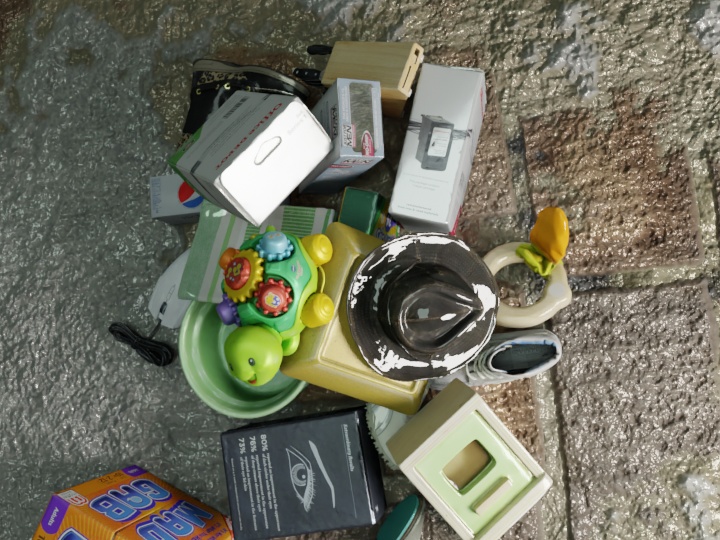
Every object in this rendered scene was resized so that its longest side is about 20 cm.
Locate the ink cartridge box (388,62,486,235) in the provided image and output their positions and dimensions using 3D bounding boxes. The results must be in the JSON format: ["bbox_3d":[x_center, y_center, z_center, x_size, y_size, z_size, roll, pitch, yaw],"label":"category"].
[{"bbox_3d":[0.107,-0.155,0.912,0.083,0.145,0.202,13,87,12],"label":"ink cartridge box"}]

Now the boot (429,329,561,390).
[{"bbox_3d":[0.167,0.116,0.898,0.198,0.096,0.074,-16,82,12],"label":"boot"}]

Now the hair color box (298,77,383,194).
[{"bbox_3d":[-0.033,-0.174,0.915,0.060,0.200,0.100,-1,84,-20],"label":"hair color box"}]

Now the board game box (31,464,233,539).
[{"bbox_3d":[-0.318,0.416,0.915,0.199,0.200,0.201,24,90,13],"label":"board game box"}]

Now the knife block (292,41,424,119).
[{"bbox_3d":[-0.011,-0.274,0.928,0.174,0.200,0.064,19,90,-1],"label":"knife block"}]

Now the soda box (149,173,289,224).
[{"bbox_3d":[-0.209,-0.114,1.011,0.198,0.068,0.064,-5,83,11],"label":"soda box"}]

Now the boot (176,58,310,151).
[{"bbox_3d":[-0.182,-0.229,1.014,0.199,0.073,0.152,15,87,16],"label":"boot"}]

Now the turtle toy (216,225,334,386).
[{"bbox_3d":[-0.112,0.037,0.797,0.145,0.101,0.202,-18,63,34],"label":"turtle toy"}]

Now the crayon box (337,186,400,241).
[{"bbox_3d":[0.000,0.000,0.927,0.051,0.126,0.202,13,88,20],"label":"crayon box"}]

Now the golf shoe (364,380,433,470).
[{"bbox_3d":[0.058,0.166,0.911,0.097,0.078,0.202,-12,84,28],"label":"golf shoe"}]

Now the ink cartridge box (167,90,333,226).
[{"bbox_3d":[-0.146,-0.150,0.871,0.146,0.084,0.200,-48,34,-10],"label":"ink cartridge box"}]

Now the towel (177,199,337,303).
[{"bbox_3d":[-0.140,-0.024,0.919,0.198,0.023,0.154,5,69,15],"label":"towel"}]

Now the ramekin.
[{"bbox_3d":[-0.146,0.103,0.963,0.198,0.098,0.202,-1,84,12],"label":"ramekin"}]

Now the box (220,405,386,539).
[{"bbox_3d":[-0.076,0.275,0.929,0.198,0.104,0.149,-10,82,10],"label":"box"}]

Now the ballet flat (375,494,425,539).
[{"bbox_3d":[0.038,0.394,0.925,0.064,0.067,0.200,37,94,-15],"label":"ballet flat"}]

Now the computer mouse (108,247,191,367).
[{"bbox_3d":[-0.289,0.045,1.025,0.109,0.044,0.201,35,92,13],"label":"computer mouse"}]

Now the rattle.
[{"bbox_3d":[0.170,0.011,0.880,0.198,0.143,0.131,-11,74,7],"label":"rattle"}]

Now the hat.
[{"bbox_3d":[0.088,0.045,0.796,0.199,0.081,0.202,0,92,-17],"label":"hat"}]

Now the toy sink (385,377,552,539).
[{"bbox_3d":[0.149,0.258,0.846,0.130,0.112,0.200,-41,96,-4],"label":"toy sink"}]

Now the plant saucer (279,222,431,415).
[{"bbox_3d":[0.023,0.066,0.845,0.199,0.048,0.201,21,87,-17],"label":"plant saucer"}]
